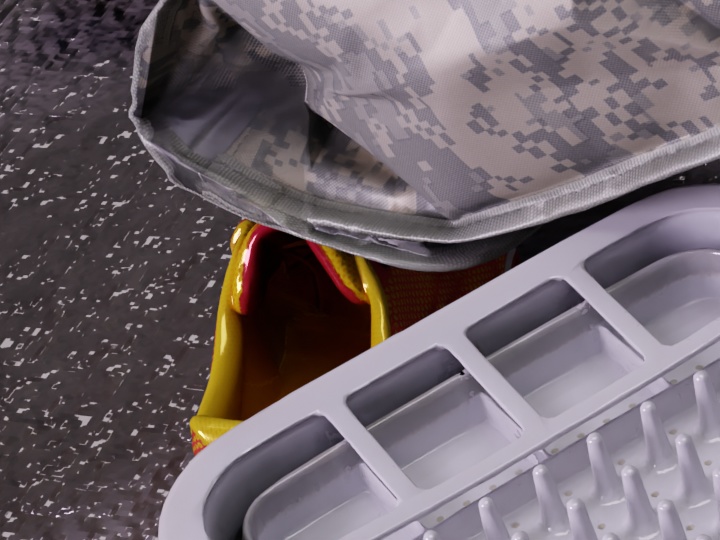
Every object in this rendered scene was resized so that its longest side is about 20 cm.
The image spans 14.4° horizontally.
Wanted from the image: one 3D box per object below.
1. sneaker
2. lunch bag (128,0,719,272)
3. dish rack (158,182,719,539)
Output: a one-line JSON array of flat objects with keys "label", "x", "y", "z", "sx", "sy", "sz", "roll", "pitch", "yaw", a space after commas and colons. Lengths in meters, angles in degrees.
[{"label": "sneaker", "x": 0.000, "y": 0.000, "z": 0.775, "sx": 0.073, "sy": 0.077, "sz": 0.200, "roll": -9, "pitch": 34, "yaw": 13}, {"label": "lunch bag", "x": 0.052, "y": -0.087, "z": 0.726, "sx": 0.200, "sy": 0.118, "sz": 0.164, "roll": -21, "pitch": 17, "yaw": 46}, {"label": "dish rack", "x": 0.066, "y": 0.070, "z": 0.603, "sx": 0.171, "sy": 0.044, "sz": 0.200, "roll": -29, "pitch": 37, "yaw": -14}]
